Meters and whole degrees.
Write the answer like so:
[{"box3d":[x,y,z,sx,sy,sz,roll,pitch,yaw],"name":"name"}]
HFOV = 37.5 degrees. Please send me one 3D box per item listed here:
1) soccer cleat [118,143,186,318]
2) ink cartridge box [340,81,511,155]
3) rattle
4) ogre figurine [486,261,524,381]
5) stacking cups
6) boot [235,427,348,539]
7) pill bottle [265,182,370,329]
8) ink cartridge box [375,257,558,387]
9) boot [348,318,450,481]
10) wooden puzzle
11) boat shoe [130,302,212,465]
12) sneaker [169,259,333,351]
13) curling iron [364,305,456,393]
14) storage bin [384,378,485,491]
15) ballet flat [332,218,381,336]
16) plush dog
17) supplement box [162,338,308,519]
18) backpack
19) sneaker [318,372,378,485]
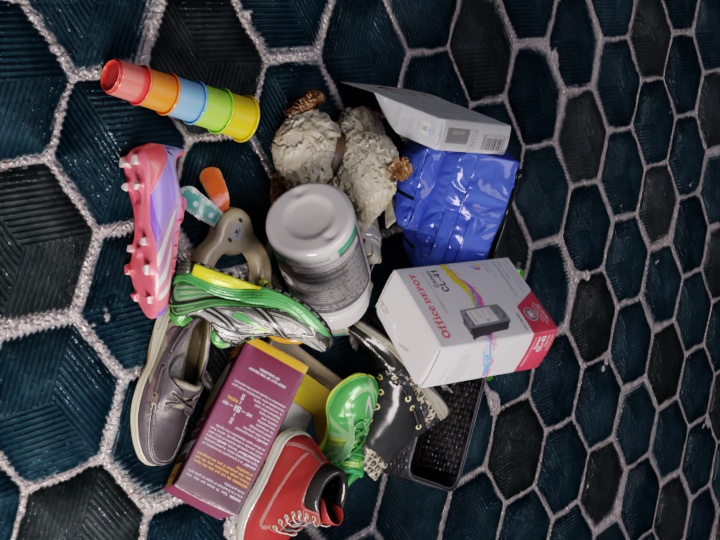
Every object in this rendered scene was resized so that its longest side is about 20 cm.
[{"box3d":[-0.231,-0.046,1.229,0.076,0.066,0.202,-9,96,-37],"name":"soccer cleat"},{"box3d":[0.087,-0.214,1.481,0.159,0.199,0.048,-4,114,-48],"name":"ink cartridge box"},{"box3d":[-0.140,-0.017,1.287,0.129,0.143,0.202,-9,108,-29],"name":"rattle"},{"box3d":[0.227,0.072,1.735,0.119,0.098,0.201,-26,102,-31],"name":"ogre figurine"},{"box3d":[-0.210,-0.197,1.245,0.199,0.060,0.061,8,88,-46],"name":"stacking cups"},{"box3d":[-0.085,0.321,1.349,0.072,0.144,0.201,14,103,-37],"name":"boot"},{"box3d":[-0.048,-0.012,1.364,0.114,0.112,0.201,-60,156,-25],"name":"pill bottle"},{"box3d":[0.143,0.067,1.434,0.199,0.148,0.086,-5,138,-32],"name":"ink cartridge box"},{"box3d":[0.016,0.181,1.464,0.154,0.073,0.204,-44,116,-7],"name":"boot"},{"box3d":[-0.093,0.203,1.434,0.200,0.037,0.186,43,62,-42],"name":"wooden puzzle"},{"box3d":[-0.220,0.135,1.262,0.072,0.064,0.202,19,80,-47],"name":"boat shoe"},{"box3d":[-0.127,0.057,1.233,0.078,0.198,0.086,105,3,-83],"name":"sneaker"},{"box3d":[0.062,0.099,1.477,0.026,0.200,0.050,-43,150,-9],"name":"curling iron"},{"box3d":[0.099,0.219,1.609,0.135,0.093,0.202,29,74,-46],"name":"storage bin"},{"box3d":[0.000,0.000,1.496,0.067,0.062,0.202,29,72,-47],"name":"ballet flat"},{"box3d":[-0.037,-0.143,1.397,0.171,0.160,0.202,14,83,-24],"name":"plush dog"},{"box3d":[-0.153,0.192,1.292,0.085,0.110,0.201,29,69,-10],"name":"supplement box"},{"box3d":[0.125,-0.090,1.551,0.166,0.163,0.202,12,106,-6],"name":"backpack"},{"box3d":[-0.015,0.230,1.394,0.074,0.084,0.201,8,108,-34],"name":"sneaker"}]
